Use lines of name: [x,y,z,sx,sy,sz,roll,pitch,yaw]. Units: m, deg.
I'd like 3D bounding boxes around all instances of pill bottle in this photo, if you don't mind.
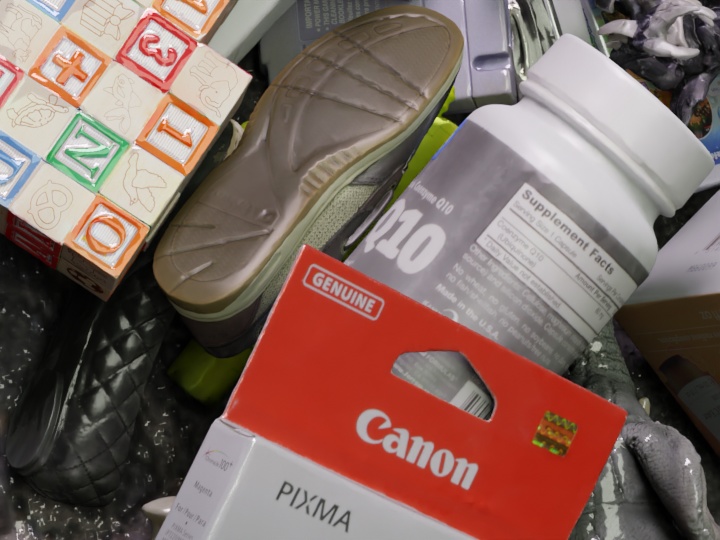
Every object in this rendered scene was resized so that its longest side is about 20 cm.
pill bottle: [0.066,-0.005,1.390,0.114,0.114,0.200,40,89,-6]

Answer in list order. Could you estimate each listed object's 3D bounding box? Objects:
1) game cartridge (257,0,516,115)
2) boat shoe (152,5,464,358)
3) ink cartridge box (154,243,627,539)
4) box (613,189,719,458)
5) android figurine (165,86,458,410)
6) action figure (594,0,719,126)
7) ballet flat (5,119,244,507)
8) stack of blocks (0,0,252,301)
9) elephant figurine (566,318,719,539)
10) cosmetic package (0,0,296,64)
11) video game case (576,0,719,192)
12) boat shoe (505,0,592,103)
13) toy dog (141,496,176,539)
game cartridge: [0.007,-0.173,1.513,0.129,0.038,0.200,-7,77,13]
boat shoe: [-0.022,-0.042,1.398,0.072,0.066,0.201,27,61,26]
ink cartridge box: [0.021,0.108,1.307,0.200,0.044,0.174,27,88,-30]
box: [0.249,0.055,1.491,0.106,0.152,0.200,-43,104,-23]
android figurine: [0.000,0.000,1.460,0.182,0.041,0.200,37,88,-7]
action figure: [0.151,-0.150,1.485,0.200,0.102,0.119,31,63,-30]
ballet flat: [-0.106,0.018,1.424,0.057,0.066,0.200,27,91,-36]
stack of blocks: [-0.108,-0.102,1.373,0.115,0.059,0.200,33,76,-2]
elephant figurine: [0.114,0.117,1.431,0.141,0.155,0.200,-21,103,-28]
cosmetic package: [-0.115,-0.114,1.441,0.102,0.074,0.200,43,74,1]
video game case: [0.165,-0.141,1.578,0.143,0.018,0.200,-14,81,-41]
boat shoe: [0.077,-0.117,1.532,0.064,0.071,0.200,-16,81,-21]
toy dog: [-0.026,0.174,1.386,0.194,0.140,0.200,37,65,-8]
